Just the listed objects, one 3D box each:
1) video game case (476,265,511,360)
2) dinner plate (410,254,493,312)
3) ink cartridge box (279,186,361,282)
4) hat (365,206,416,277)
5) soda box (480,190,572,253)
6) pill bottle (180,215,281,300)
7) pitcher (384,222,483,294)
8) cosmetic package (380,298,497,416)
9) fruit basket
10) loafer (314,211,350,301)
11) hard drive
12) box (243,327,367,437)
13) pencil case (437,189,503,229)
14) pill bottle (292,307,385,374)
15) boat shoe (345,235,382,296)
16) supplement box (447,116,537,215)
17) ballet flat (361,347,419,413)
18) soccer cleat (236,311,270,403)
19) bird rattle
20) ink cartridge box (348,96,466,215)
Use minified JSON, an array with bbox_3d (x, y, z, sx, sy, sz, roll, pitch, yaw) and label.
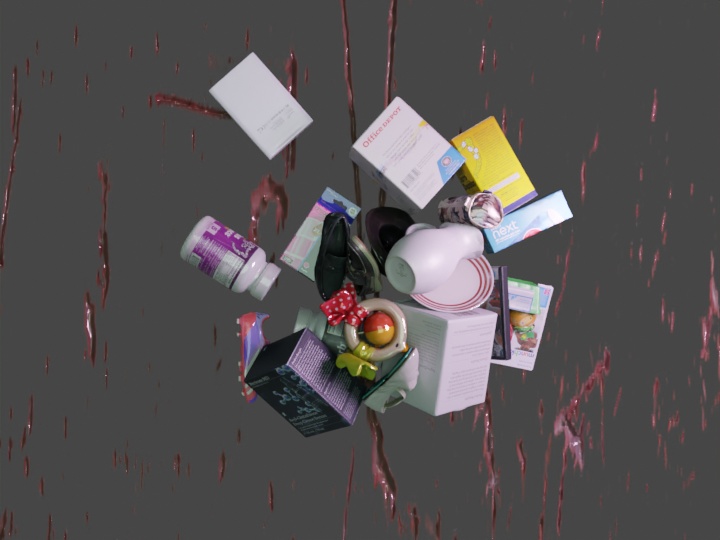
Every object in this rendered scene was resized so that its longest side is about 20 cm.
[{"bbox_3d":[0.241,0.093,1.450,0.181,0.025,0.200,-3,90,40],"label":"video game case"},{"bbox_3d":[0.179,0.012,1.385,0.200,0.024,0.200,2,49,-3],"label":"dinner plate"},{"bbox_3d":[-0.089,-0.082,1.479,0.095,0.037,0.200,33,86,-4],"label":"ink cartridge box"},{"bbox_3d":[0.071,-0.042,1.462,0.200,0.081,0.201,21,49,-26],"label":"hat"},{"bbox_3d":[0.371,-0.109,1.499,0.200,0.064,0.068,-25,92,-3],"label":"soda box"},{"bbox_3d":[-0.276,-0.022,1.425,0.200,0.112,0.112,33,88,-4],"label":"pill bottle"},{"bbox_3d":[0.126,-0.038,1.346,0.200,0.171,0.121,-30,127,-38],"label":"pitcher"},{"bbox_3d":[0.162,0.173,1.387,0.167,0.166,0.200,-2,103,-44],"label":"cosmetic package"},{"bbox_3d":[0.326,0.115,1.483,0.185,0.094,0.200,13,92,-4],"label":"fruit basket"},{"bbox_3d":[-0.058,-0.027,1.431,0.068,0.070,0.201,3,98,-18],"label":"loafer"},{"bbox_3d":[-0.221,-0.365,1.472,0.132,0.027,0.200,-42,94,-3],"label":"hard drive"},{"bbox_3d":[-0.113,0.238,1.382,0.200,0.148,0.107,47,43,-19],"label":"box"},{"bbox_3d":[0.232,-0.128,1.425,0.089,0.200,0.078,38,84,-12],"label":"pencil case"},{"bbox_3d":[-0.048,0.151,1.440,0.200,0.116,0.117,15,89,-4],"label":"pill bottle"},{"bbox_3d":[0.000,0.000,1.412,0.065,0.200,0.072,-34,61,-7],"label":"boat shoe"},{"bbox_3d":[0.284,-0.221,1.470,0.109,0.109,0.200,-30,92,-4],"label":"supplement box"},{"bbox_3d":[0.075,0.225,1.323,0.069,0.069,0.200,35,131,-4],"label":"ballet flat"},{"bbox_3d":[-0.232,0.191,1.454,0.076,0.067,0.200,-4,88,-9],"label":"soccer cleat"},{"bbox_3d":[0.014,0.119,1.342,0.163,0.113,0.200,-13,73,5],"label":"bird rattle"},{"bbox_3d":[0.095,-0.245,1.437,0.200,0.145,0.147,43,86,-3],"label":"ink cartridge box"}]
